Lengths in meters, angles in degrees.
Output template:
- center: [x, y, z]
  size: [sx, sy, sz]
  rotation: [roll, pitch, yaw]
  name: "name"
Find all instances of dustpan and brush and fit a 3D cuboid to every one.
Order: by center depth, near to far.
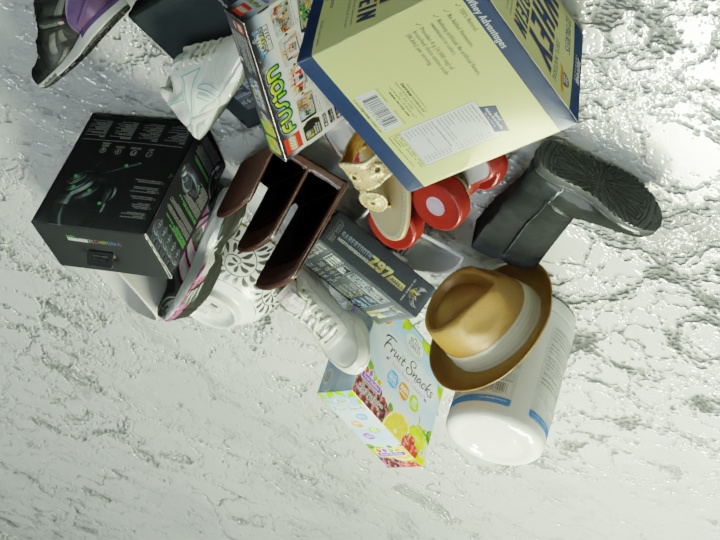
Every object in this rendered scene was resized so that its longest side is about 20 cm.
- center: [0.040, -0.027, 1.691]
  size: [0.139, 0.058, 0.200]
  rotation: [27, 178, -11]
  name: "dustpan and brush"

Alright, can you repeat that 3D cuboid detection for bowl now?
- center: [-0.337, -0.030, 1.842]
  size: [0.200, 0.075, 0.199]
  rotation: [50, 165, -18]
  name: "bowl"
- center: [-0.200, 0.020, 1.879]
  size: [0.199, 0.095, 0.201]
  rotation: [16, 147, 10]
  name: "bowl"

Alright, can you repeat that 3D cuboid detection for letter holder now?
- center: [-0.115, -0.060, 1.602]
  size: [0.100, 0.143, 0.200]
  rotation: [30, 169, -13]
  name: "letter holder"

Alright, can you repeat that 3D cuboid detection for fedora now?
- center: [0.143, 0.052, 1.627]
  size: [0.082, 0.202, 0.200]
  rotation: [37, 146, -30]
  name: "fedora"

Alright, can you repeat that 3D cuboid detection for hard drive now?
- center: [-0.150, -0.252, 1.498]
  size: [0.139, 0.033, 0.200]
  rotation: [-15, 133, 44]
  name: "hard drive"

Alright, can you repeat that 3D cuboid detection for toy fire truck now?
- center: [0.061, -0.132, 1.495]
  size: [0.200, 0.112, 0.168]
  rotation: [-23, 107, 50]
  name: "toy fire truck"

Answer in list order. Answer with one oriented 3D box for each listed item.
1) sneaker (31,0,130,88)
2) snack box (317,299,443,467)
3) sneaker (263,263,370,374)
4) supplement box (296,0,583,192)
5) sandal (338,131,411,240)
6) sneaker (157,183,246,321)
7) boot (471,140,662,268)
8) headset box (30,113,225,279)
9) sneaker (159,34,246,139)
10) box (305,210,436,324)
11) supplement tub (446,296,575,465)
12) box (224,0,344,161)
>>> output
- center: [-0.346, -0.291, 1.541]
  size: [0.088, 0.076, 0.200]
  rotation: [47, 139, -11]
  name: "sneaker"
- center: [0.036, 0.156, 1.869]
  size: [0.067, 0.169, 0.200]
  rotation: [-7, 137, 33]
  name: "snack box"
- center: [-0.063, 0.061, 1.768]
  size: [0.099, 0.200, 0.075]
  rotation: [-2, 140, -53]
  name: "sneaker"
- center: [0.083, -0.215, 1.281]
  size: [0.199, 0.135, 0.200]
  rotation: [-20, 131, 31]
  name: "supplement box"
- center: [0.003, -0.132, 1.442]
  size: [0.077, 0.069, 0.213]
  rotation: [13, 111, 48]
  name: "sandal"
- center: [-0.228, -0.031, 1.766]
  size: [0.086, 0.201, 0.080]
  rotation: [27, -178, 15]
  name: "sneaker"
- center: [0.234, -0.052, 1.533]
  size: [0.164, 0.066, 0.200]
  rotation: [32, 145, -1]
  name: "boot"
- center: [-0.292, -0.092, 1.666]
  size: [0.173, 0.201, 0.093]
  rotation: [6, 145, 23]
  name: "headset box"
- center: [-0.168, -0.220, 1.461]
  size: [0.080, 0.071, 0.200]
  rotation: [40, 142, -7]
  name: "sneaker"
- center: [0.000, 0.000, 1.684]
  size: [0.157, 0.051, 0.200]
  rotation: [39, 169, -6]
  name: "box"
- center: [0.197, 0.137, 1.713]
  size: [0.131, 0.201, 0.132]
  rotation: [16, 148, 10]
  name: "supplement tub"
- center: [-0.070, -0.223, 1.411]
  size: [0.035, 0.110, 0.201]
  rotation: [39, 157, 35]
  name: "box"
